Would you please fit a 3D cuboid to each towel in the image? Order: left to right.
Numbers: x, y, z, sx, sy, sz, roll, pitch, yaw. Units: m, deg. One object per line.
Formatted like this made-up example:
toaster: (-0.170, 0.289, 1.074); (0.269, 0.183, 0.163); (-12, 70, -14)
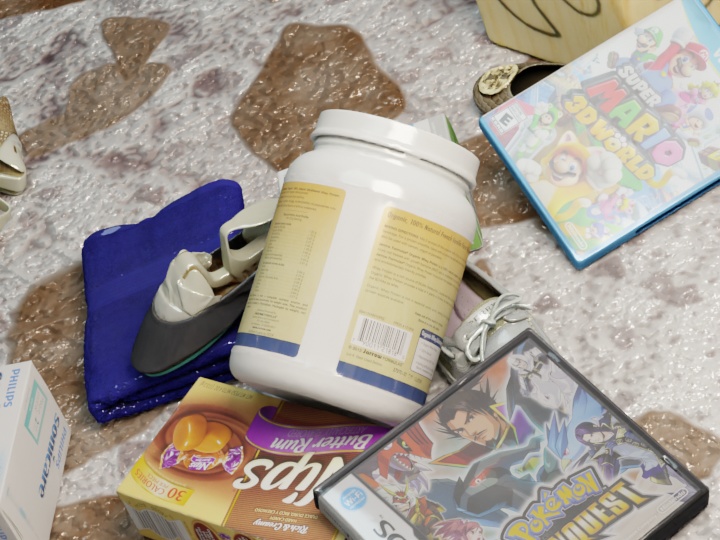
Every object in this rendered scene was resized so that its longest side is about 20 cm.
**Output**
towel: (-0.151, 0.026, 1.766); (0.147, 0.050, 0.201); (-23, 41, 13)

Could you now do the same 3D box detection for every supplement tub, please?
supplement tub: (0.000, 0.000, 1.576); (0.144, 0.144, 0.202); (13, 82, 35)

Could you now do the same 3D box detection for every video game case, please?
video game case: (0.099, 0.151, 1.480); (0.199, 0.026, 0.181); (-36, 57, -19)
video game case: (0.211, -0.110, 1.700); (0.199, 0.018, 0.144); (-31, 70, -7)

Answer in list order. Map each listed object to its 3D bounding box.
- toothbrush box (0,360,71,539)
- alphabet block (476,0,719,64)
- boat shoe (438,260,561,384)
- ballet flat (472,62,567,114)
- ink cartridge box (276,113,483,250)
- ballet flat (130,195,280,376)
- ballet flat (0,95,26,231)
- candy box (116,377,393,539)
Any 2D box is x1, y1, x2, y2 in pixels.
toothbrush box: (-0.332, 0.163, 1.676); (0.198, 0.086, 0.147); (-9, 43, 15)
alphabet block: (0.203, -0.299, 1.816); (0.196, 0.201, 0.195); (-44, 44, -22)
boat shoe: (0.076, 0.031, 1.632); (0.074, 0.065, 0.202); (-33, 41, -10)
ballet flat: (0.174, -0.143, 1.779); (0.199, 0.046, 0.068); (14, 61, 35)
ink cartridge box: (-0.010, -0.041, 1.753); (0.199, 0.060, 0.104); (-19, 42, 7)
ballet flat: (-0.101, -0.002, 1.671); (0.199, 0.073, 0.073); (-35, 41, -3)
ballet flat: (-0.331, -0.070, 1.950); (0.065, 0.071, 0.201); (18, 54, 4)
candy box: (-0.062, 0.154, 1.577); (0.199, 0.057, 0.117); (12, 53, 36)
